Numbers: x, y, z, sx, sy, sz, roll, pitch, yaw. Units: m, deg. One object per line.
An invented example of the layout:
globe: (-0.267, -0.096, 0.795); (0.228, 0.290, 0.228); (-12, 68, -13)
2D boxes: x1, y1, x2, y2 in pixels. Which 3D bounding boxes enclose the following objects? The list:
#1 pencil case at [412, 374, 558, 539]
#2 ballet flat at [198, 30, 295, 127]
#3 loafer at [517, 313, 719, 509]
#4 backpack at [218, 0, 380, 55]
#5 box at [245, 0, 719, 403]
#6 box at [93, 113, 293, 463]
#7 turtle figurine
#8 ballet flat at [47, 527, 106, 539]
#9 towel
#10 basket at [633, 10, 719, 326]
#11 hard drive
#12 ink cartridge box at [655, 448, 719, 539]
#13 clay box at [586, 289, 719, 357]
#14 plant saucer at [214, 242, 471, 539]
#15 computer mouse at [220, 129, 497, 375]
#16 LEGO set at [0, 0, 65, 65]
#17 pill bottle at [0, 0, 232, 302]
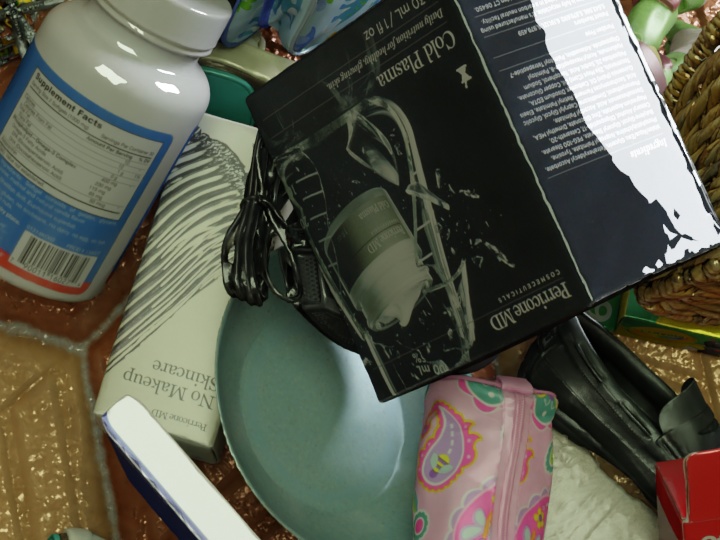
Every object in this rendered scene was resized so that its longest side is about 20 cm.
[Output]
pencil case: (0.070, 0.164, 1.340); (0.087, 0.087, 0.201); (6, 75, -1)
ballet flat: (-0.055, -0.117, 1.451); (0.199, 0.069, 0.070); (18, 77, 0)
loafer: (0.188, 0.099, 1.396); (0.200, 0.068, 0.071); (37, 118, 8)
backpack: (-0.023, -0.242, 1.408); (0.147, 0.183, 0.200); (38, 52, 10)
box: (0.066, -0.058, 1.274); (0.124, 0.200, 0.197); (-23, 86, -39)
box: (-0.097, 0.011, 1.411); (0.082, 0.068, 0.201); (15, 76, 2)
turtle figurine: (0.132, -0.131, 1.417); (0.194, 0.200, 0.144); (-35, 102, -36)
ballet flat: (-0.170, 0.255, 1.359); (0.069, 0.069, 0.201); (9, 76, 0)
towel: (0.099, 0.205, 1.394); (0.132, 0.034, 0.200); (43, 78, 6)
basket: (0.250, -0.052, 1.340); (0.199, 0.143, 0.150); (4, 71, -33)
hard drive: (-0.093, 0.143, 1.313); (0.025, 0.200, 0.132); (-40, 82, -10)
ink cartridge box: (0.237, 0.169, 1.335); (0.115, 0.067, 0.201); (-9, 117, -5)
clay box: (0.241, -0.003, 1.439); (0.199, 0.048, 0.116); (12, 75, -1)
plant saucer: (-0.015, 0.081, 1.382); (0.200, 0.039, 0.202); (16, 64, -35)
computer mouse: (0.000, 0.000, 1.366); (0.199, 0.053, 0.139); (30, 55, -24)
LEGO set: (-0.290, -0.172, 1.418); (0.199, 0.116, 0.155); (-17, 79, -7)
pill bottle: (-0.158, -0.091, 1.368); (0.112, 0.112, 0.201); (34, 109, 5)
